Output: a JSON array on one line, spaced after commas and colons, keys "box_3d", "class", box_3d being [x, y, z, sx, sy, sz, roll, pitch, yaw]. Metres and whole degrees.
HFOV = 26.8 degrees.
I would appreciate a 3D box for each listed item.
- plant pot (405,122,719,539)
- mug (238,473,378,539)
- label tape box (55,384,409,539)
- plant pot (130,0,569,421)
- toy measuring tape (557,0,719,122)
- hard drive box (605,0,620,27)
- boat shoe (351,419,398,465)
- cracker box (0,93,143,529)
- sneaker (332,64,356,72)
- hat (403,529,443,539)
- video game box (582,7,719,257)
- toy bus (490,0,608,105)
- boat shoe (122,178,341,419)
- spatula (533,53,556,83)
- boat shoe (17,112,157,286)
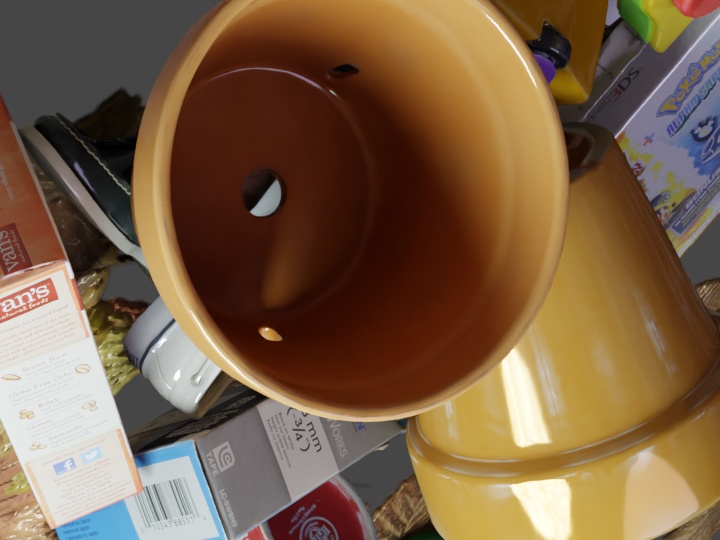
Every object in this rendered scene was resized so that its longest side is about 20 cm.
[{"box_3d": [0.104, 0.027, 0.833, 0.199, 0.200, 0.185, -28, 110, -21], "class": "plant pot"}, {"box_3d": [-0.086, 0.239, 1.033, 0.133, 0.179, 0.200, 29, 126, -27], "class": "mug"}, {"box_3d": [-0.068, 0.102, 0.891, 0.143, 0.064, 0.199, -19, -175, 41], "class": "label tape box"}, {"box_3d": [-0.022, -0.037, 0.702, 0.198, 0.140, 0.203, 0, 91, -25], "class": "plant pot"}, {"box_3d": [0.145, -0.143, 0.820, 0.200, 0.074, 0.073, -49, 148, 22], "class": "toy measuring tape"}, {"box_3d": [0.153, -0.255, 0.824, 0.155, 0.077, 0.200, -40, 149, -3], "class": "hard drive box"}, {"box_3d": [-0.009, 0.105, 1.052, 0.200, 0.071, 0.077, 67, 36, -73], "class": "boat shoe"}, {"box_3d": [-0.167, 0.017, 0.742, 0.057, 0.135, 0.201, -21, 145, -12], "class": "cracker box"}, {"box_3d": [-0.004, -0.124, 0.821, 0.090, 0.067, 0.201, -35, 151, -15], "class": "sneaker"}, {"box_3d": [0.025, 0.266, 1.385, 0.167, 0.175, 0.200, -63, -179, 28], "class": "hat"}, {"box_3d": [0.200, -0.087, 0.965, 0.200, 0.047, 0.182, -50, 144, 12], "class": "video game box"}, {"box_3d": [0.054, -0.148, 0.728, 0.199, 0.078, 0.066, 29, 71, -50], "class": "toy bus"}, {"box_3d": [-0.031, 0.004, 0.815, 0.202, 0.086, 0.075, -43, 165, -4], "class": "boat shoe"}, {"box_3d": [0.052, -0.082, 0.812, 0.056, 0.021, 0.200, 3, 172, -11], "class": "spatula"}, {"box_3d": [-0.111, -0.042, 0.797, 0.066, 0.075, 0.200, -42, 150, -3], "class": "boat shoe"}]
